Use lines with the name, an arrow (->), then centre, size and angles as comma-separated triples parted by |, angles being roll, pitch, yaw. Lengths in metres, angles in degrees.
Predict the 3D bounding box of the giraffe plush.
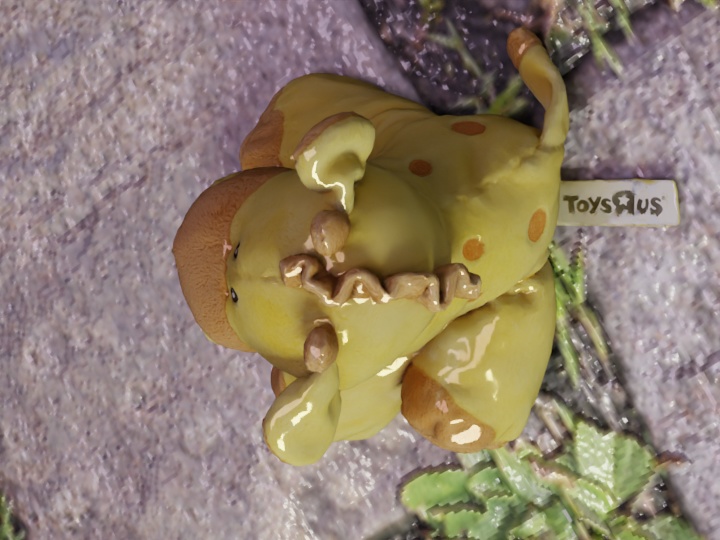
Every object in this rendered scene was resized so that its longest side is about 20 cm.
giraffe plush -> 0.000, 0.000, 0.952 | 0.200, 0.162, 0.173 | -19, 89, 35
